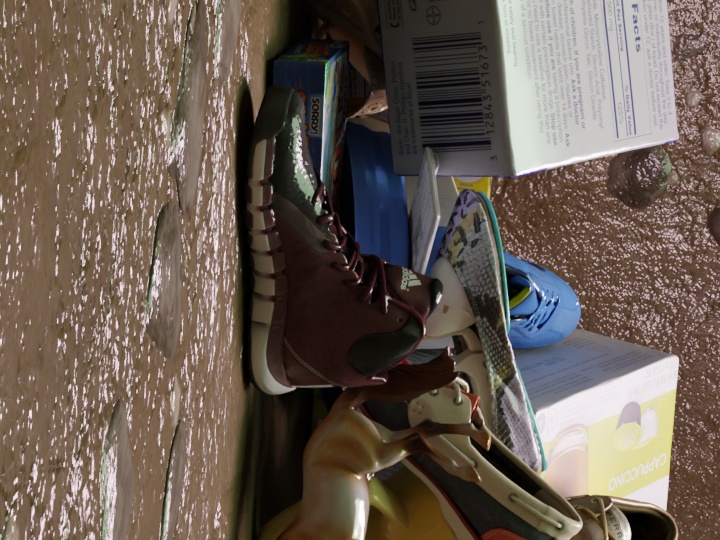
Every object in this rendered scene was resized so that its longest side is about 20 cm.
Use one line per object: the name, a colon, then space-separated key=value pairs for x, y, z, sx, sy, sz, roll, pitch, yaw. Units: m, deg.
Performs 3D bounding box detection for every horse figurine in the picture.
horse figurine: x=0.004 y=0.141 z=1.492 sx=0.050 sy=0.131 sz=0.202 roll=81 pitch=21 yaw=-74

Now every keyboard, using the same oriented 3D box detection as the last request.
keyboard: x=0.032 y=0.001 z=1.624 sx=0.201 sy=0.011 sz=0.057 roll=103 pitch=-10 yaw=-54

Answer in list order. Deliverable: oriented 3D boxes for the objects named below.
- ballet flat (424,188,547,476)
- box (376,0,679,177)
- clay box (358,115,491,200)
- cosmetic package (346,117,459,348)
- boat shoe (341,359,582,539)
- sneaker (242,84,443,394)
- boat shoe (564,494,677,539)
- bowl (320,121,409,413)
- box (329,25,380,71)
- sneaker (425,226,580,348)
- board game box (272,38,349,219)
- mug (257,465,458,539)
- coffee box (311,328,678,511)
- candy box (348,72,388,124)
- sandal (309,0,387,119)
ballet flat: x=0.071 y=0.050 z=1.615 sx=0.072 sy=0.071 sz=0.202 roll=-62 pitch=140 yaw=-76
box: x=0.110 y=-0.164 z=1.639 sx=0.199 sy=0.104 sz=0.186 roll=-13 pitch=100 yaw=-49
clay box: x=0.049 y=-0.061 z=2.008 sx=0.048 sy=0.114 sz=0.201 roll=85 pitch=11 yaw=-61
cosmetic package: x=0.032 y=-0.031 z=1.844 sx=0.200 sy=0.073 sz=0.102 roll=-102 pitch=-166 yaw=-61
boat shoe: x=0.057 y=0.103 z=1.556 sx=0.200 sy=0.062 sz=0.071 roll=51 pitch=24 yaw=4
sneaker: x=-0.008 y=-0.016 z=1.455 sx=0.076 sy=0.114 sz=0.201 roll=-77 pitch=170 yaw=-56
boat shoe: x=0.151 y=0.180 z=1.663 sx=0.200 sy=0.066 sz=0.074 roll=0 pitch=62 yaw=-61
bowl: x=0.000 y=0.000 z=1.683 sx=0.201 sy=0.039 sz=0.202 roll=-179 pitch=-90 yaw=-82
box: x=0.083 y=-0.180 z=1.841 sx=0.137 sy=0.198 sz=0.038 roll=-72 pitch=162 yaw=-70
sneaker: x=0.104 y=0.023 z=1.735 sx=0.200 sy=0.078 sz=0.066 roll=23 pitch=93 yaw=-49
board game box: x=-0.035 y=-0.040 z=1.572 sx=0.135 sy=0.034 sz=0.202 roll=-64 pitch=157 yaw=-77
mug: x=0.014 y=0.200 z=1.633 sx=0.187 sy=0.152 sz=0.150 roll=57 pitch=16 yaw=-15
coffee box: x=0.096 y=0.153 z=1.826 sx=0.199 sy=0.199 sz=0.199 roll=-15 pitch=113 yaw=-50
candy box: x=0.093 y=-0.135 z=1.865 sx=0.116 sy=0.199 sz=0.057 roll=-19 pitch=120 yaw=-35
sandal: x=-0.015 y=-0.138 z=1.681 sx=0.070 sy=0.077 sz=0.212 roll=-53 pitch=158 yaw=-11
